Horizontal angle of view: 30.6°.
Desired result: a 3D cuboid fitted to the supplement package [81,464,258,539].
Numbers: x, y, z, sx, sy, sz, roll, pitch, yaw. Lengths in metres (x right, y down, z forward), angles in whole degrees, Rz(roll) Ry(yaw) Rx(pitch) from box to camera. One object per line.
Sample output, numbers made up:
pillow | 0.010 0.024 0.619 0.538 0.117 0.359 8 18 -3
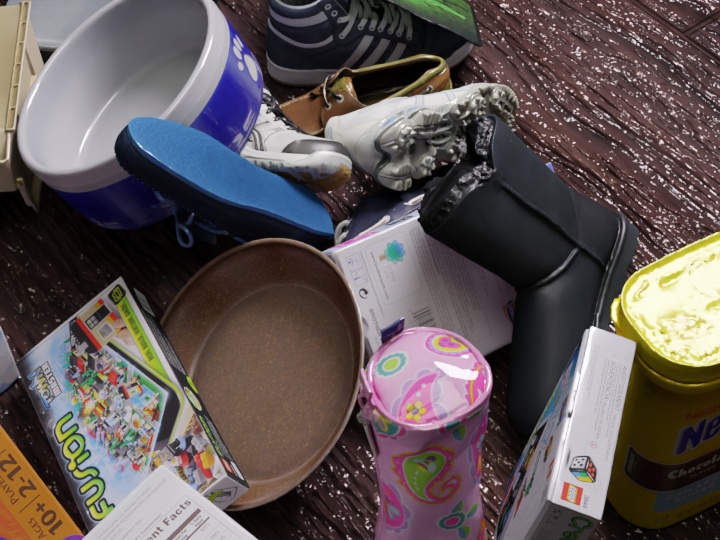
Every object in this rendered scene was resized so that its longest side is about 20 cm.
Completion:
supplement package | -0.118 0.244 0.759 0.110 0.201 0.156 31 58 26

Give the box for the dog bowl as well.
dog bowl | -0.180 -0.136 1.080 0.198 0.079 0.202 -20 47 23

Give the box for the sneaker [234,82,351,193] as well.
sneaker | -0.086 -0.117 1.093 0.199 0.075 0.089 11 80 37

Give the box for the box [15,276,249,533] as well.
box | -0.170 0.111 0.955 0.110 0.035 0.201 -38 54 4

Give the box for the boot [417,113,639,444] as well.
boot | 0.106 0.007 0.956 0.167 0.076 0.202 31 71 -23

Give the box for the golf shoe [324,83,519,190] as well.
golf shoe | 0.055 -0.128 1.120 0.097 0.079 0.199 24 26 36

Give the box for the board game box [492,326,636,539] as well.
board game box | 0.119 0.144 0.834 0.034 0.201 0.127 19 53 3

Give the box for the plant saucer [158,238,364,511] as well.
plant saucer | -0.073 0.077 0.958 0.199 0.037 0.203 -13 65 30

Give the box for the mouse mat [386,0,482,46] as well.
mouse mat | 0.023 -0.271 1.219 0.198 0.008 0.161 24 23 -10

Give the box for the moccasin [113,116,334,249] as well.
moccasin | -0.107 -0.046 0.997 0.068 0.199 0.081 -41 40 27

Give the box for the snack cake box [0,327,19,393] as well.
snack cake box | -0.372 0.094 0.984 0.114 0.068 0.200 30 57 27

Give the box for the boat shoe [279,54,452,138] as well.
boat shoe | -0.015 -0.148 1.169 0.198 0.068 0.072 -18 55 -9

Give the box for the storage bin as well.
storage bin | -0.384 -0.134 1.159 0.198 0.094 0.200 -4 51 -2

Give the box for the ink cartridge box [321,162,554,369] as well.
ink cartridge box | 0.077 0.006 1.007 0.199 0.120 0.042 -23 8 -20

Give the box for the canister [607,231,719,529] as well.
canister | 0.235 0.076 0.885 0.147 0.201 0.087 -23 52 -16

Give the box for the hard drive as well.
hard drive | -0.245 -0.251 1.290 0.198 0.033 0.141 5 50 6

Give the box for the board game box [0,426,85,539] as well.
board game box | -0.309 0.168 0.783 0.200 0.201 0.199 -43 21 -28

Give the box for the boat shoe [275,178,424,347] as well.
boat shoe | 0.000 0.000 1.055 0.199 0.075 0.093 -31 39 -21

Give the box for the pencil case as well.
pencil case | 0.042 0.127 0.851 0.086 0.201 0.088 -3 45 3

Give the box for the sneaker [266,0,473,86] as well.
sneaker | 0.008 -0.232 1.213 0.198 0.109 0.071 -7 50 -3
